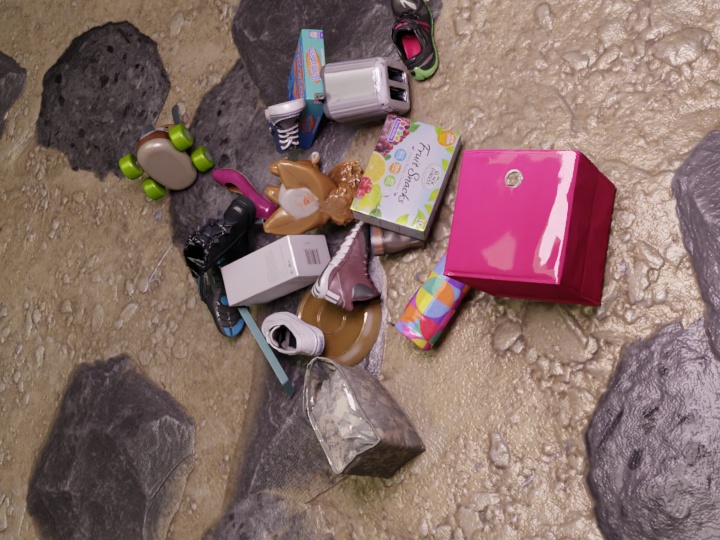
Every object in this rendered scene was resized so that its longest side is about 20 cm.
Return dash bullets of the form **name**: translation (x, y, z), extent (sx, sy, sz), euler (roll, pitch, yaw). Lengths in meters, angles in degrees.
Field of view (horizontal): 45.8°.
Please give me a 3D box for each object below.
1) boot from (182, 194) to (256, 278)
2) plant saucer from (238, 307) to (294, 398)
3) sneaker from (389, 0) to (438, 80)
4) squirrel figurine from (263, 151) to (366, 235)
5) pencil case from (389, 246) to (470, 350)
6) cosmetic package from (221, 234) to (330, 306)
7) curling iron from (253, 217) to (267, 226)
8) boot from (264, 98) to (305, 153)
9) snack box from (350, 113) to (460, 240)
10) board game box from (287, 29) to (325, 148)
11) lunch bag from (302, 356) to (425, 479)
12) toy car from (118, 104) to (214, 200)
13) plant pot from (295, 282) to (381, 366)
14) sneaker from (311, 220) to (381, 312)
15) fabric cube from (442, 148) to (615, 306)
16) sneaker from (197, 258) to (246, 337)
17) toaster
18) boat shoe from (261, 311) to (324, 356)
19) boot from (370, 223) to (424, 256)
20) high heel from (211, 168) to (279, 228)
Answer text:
- **boot**: translation (-0.279, -0.044, 1.681), extent (0.073, 0.163, 0.199), euler (31, 140, 11)
- **plant saucer**: translation (-0.183, 0.157, 1.669), extent (0.019, 0.070, 0.200), euler (-31, 58, -9)
- **sneaker**: translation (0.097, -0.463, 1.629), extent (0.076, 0.084, 0.201), euler (-26, 64, 25)
- **squirrel figurine**: translation (-0.084, -0.156, 1.638), extent (0.199, 0.187, 0.142), euler (6, 110, -3)
- **pencil case**: translation (0.137, 0.043, 1.468), extent (0.088, 0.088, 0.200), euler (41, 100, 34)
- **cosmetic package**: translation (-0.162, 0.002, 1.641), extent (0.199, 0.107, 0.085), euler (-21, 79, 37)
- **curling iron**: translation (-0.254, -0.092, 1.776), extent (0.199, 0.026, 0.050), euler (-5, 51, 46)
- **boot**: translation (-0.135, -0.271, 1.613), extent (0.072, 0.200, 0.091), euler (-16, 100, -8)
- **snack box**: translation (0.083, -0.169, 1.527), extent (0.141, 0.053, 0.201), euler (18, 74, 12)
- **board game box**: translation (-0.107, -0.356, 1.688), extent (0.200, 0.045, 0.153), euler (125, 143, -66)
- **lunch bag**: translation (-0.008, 0.245, 1.461), extent (0.117, 0.164, 0.201), euler (-40, 58, 17)
- **toy car**: translation (-0.443, -0.291, 1.921), extent (0.164, 0.158, 0.201), euler (-27, 51, 12)
- **plant pot**: translation (-0.050, 0.091, 1.617), extent (0.199, 0.027, 0.201), euler (-9, 72, 31)
- **sneaker**: translation (0.000, 0.000, 1.576), extent (0.115, 0.076, 0.200), euler (33, 57, -1)
- **fabric cube**: translation (0.267, -0.065, 1.336), extent (0.195, 0.200, 0.201), euler (6, 82, 34)
- **sneaker**: translation (-0.293, 0.056, 1.777), extent (0.082, 0.073, 0.201), euler (-45, 53, 42)
- **toaster**: translation (0.010, -0.336, 1.582), extent (0.128, 0.200, 0.114), euler (-5, 93, 23)
- **boat shoe**: translation (-0.146, 0.119, 1.619), extent (0.200, 0.065, 0.074), euler (5, 92, 55)
- **boot**: translation (0.069, -0.119, 1.582), extent (0.096, 0.075, 0.201), euler (-4, 65, 8)
- **high heel**: translation (-0.251, -0.152, 1.789), extent (0.199, 0.067, 0.097), euler (19, 78, 33)
